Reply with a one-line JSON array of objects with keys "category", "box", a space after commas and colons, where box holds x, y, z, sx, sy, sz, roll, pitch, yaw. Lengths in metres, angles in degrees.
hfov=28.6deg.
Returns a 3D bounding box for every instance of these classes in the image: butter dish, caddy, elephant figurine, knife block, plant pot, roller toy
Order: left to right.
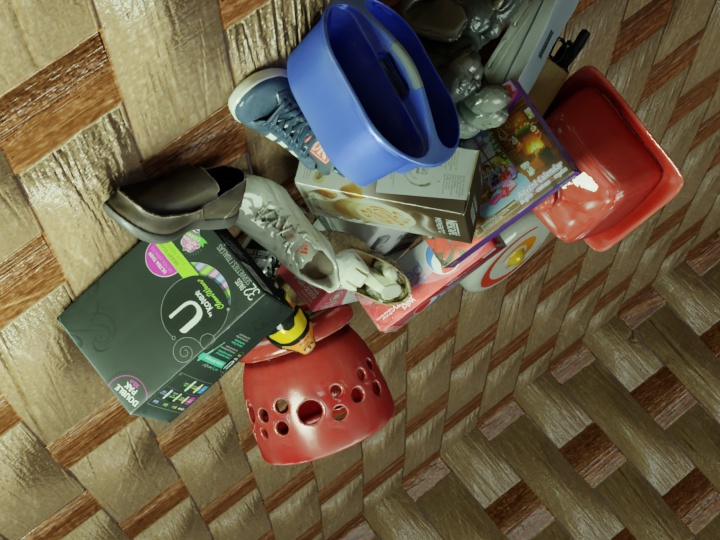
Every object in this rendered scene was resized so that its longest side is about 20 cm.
[{"category": "plant pot", "box": [-0.073, 0.149, 1.954, 0.200, 0.183, 0.200, -21, -168, 5]}, {"category": "caddy", "box": [0.019, -0.184, 1.432, 0.141, 0.200, 0.105, -22, 170, -48]}, {"category": "elephant figurine", "box": [0.102, -0.256, 1.556, 0.155, 0.201, 0.141, 12, 158, -27]}, {"category": "roller toy", "box": [0.201, -0.065, 2.153, 0.200, 0.140, 0.182, -41, 163, -2]}, {"category": "knife block", "box": [0.216, -0.237, 1.779, 0.176, 0.064, 0.200, -51, -171, 33]}, {"category": "butter dish", "box": [0.263, -0.118, 1.771, 0.148, 0.200, 0.199, -31, 171, -39]}]

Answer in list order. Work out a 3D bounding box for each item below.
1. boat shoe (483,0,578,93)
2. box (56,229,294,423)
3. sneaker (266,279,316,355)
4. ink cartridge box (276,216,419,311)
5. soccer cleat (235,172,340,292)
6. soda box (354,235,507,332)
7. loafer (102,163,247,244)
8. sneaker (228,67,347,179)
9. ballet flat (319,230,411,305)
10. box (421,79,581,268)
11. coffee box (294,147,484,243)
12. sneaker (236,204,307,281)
[{"category": "boat shoe", "box": [0.209, -0.307, 1.725, 0.200, 0.065, 0.074, -60, 156, -7]}, {"category": "box", "box": [-0.205, 0.049, 1.580, 0.200, 0.149, 0.124, -41, 163, 3]}, {"category": "sneaker", "box": [-0.105, 0.070, 1.833, 0.070, 0.090, 0.200, -41, -170, -6]}, {"category": "ink cartridge box", "box": [0.004, -0.048, 1.886, 0.200, 0.085, 0.146, -52, 159, 27]}, {"category": "soccer cleat", "box": [-0.087, -0.044, 1.628, 0.069, 0.078, 0.200, -42, 134, 8]}, {"category": "soda box", "box": [0.093, -0.001, 1.881, 0.200, 0.070, 0.063, -38, 169, 17]}, {"category": "loafer", "box": [-0.188, -0.081, 1.459, 0.200, 0.073, 0.071, -19, 142, -60]}, {"category": "sneaker", "box": [-0.058, -0.148, 1.493, 0.075, 0.085, 0.200, -45, 151, 18]}, {"category": "ballet flat", "box": [0.000, 0.000, 1.775, 0.200, 0.065, 0.071, 17, 110, -49]}, {"category": "box", "box": [0.144, -0.114, 1.694, 0.200, 0.137, 0.039, -38, 168, 20]}, {"category": "coffee box", "box": [0.037, -0.101, 1.631, 0.114, 0.199, 0.080, 61, 41, -72]}, {"category": "sneaker", "box": [-0.129, 0.007, 1.738, 0.200, 0.088, 0.076, -43, 160, 2]}]
